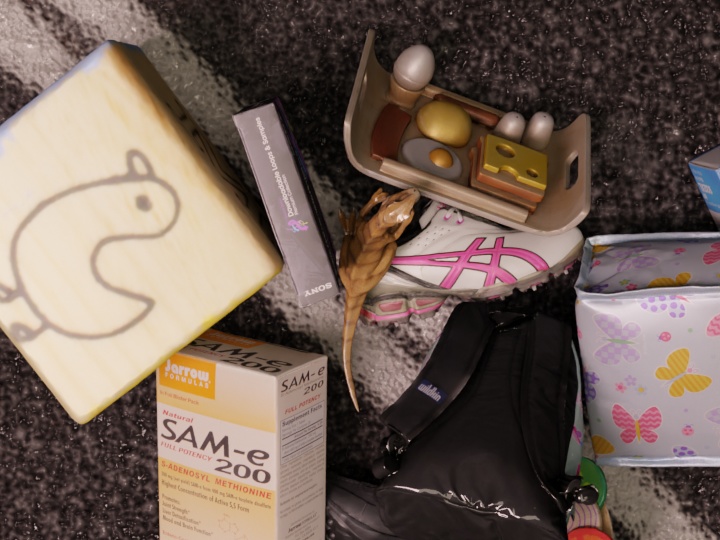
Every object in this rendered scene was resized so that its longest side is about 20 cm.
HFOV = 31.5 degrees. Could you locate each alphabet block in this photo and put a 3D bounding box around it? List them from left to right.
[{"bbox_3d":[-0.190,-0.036,0.972,0.195,0.196,0.201,-38,99,4],"label":"alphabet block"}]

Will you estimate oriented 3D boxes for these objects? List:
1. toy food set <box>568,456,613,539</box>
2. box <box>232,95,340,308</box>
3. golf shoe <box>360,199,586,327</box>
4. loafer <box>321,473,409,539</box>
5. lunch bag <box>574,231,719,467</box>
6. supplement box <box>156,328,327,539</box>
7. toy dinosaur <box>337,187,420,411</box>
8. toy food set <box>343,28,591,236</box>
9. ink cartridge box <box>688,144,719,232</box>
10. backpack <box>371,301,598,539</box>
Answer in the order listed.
[{"bbox_3d":[0.117,0.226,1.056,0.197,0.049,0.200,36,82,31],"label":"toy food set"},{"bbox_3d":[-0.054,-0.059,0.974,0.036,0.200,0.144,-19,100,2],"label":"box"},{"bbox_3d":[0.088,-0.017,1.056,0.198,0.073,0.093,-13,97,-2],"label":"golf shoe"},{"bbox_3d":[0.019,0.209,1.051,0.070,0.199,0.069,-35,128,-38],"label":"loafer"},{"bbox_3d":[0.281,0.061,1.020,0.198,0.127,0.171,-3,117,20],"label":"lunch bag"},{"bbox_3d":[-0.097,0.160,1.031,0.125,0.073,0.202,9,106,32],"label":"supplement box"},{"bbox_3d":[0.000,0.000,1.001,0.060,0.107,0.201,14,132,0],"label":"toy dinosaur"},{"bbox_3d":[0.087,-0.114,1.001,0.198,0.144,0.061,19,129,-6],"label":"toy food set"},{"bbox_3d":[0.388,-0.032,1.069,0.144,0.084,0.201,-27,99,0],"label":"ink cartridge box"},{"bbox_3d":[0.098,0.122,0.994,0.165,0.201,0.127,16,139,2],"label":"backpack"}]
